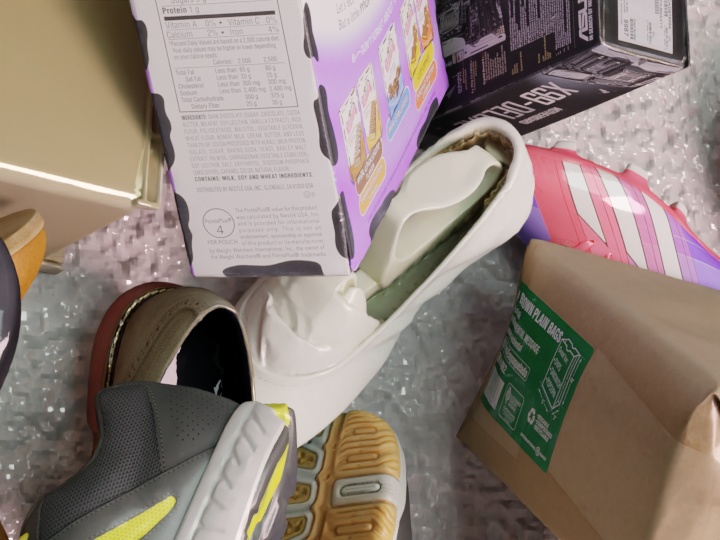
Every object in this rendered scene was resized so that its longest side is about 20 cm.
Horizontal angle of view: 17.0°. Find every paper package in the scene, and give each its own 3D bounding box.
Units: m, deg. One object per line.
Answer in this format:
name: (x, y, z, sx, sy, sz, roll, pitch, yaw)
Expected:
paper package: (0.166, 0.080, 1.018, 0.190, 0.200, 0.104, 17, 102, -23)

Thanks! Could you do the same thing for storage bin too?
storage bin: (-0.178, -0.121, 0.924, 0.200, 0.094, 0.199, 13, 71, -31)

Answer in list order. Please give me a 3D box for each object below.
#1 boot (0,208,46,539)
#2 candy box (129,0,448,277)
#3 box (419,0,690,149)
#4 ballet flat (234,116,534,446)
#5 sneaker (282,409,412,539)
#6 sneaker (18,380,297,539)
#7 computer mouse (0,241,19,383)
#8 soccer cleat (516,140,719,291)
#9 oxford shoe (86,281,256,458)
boot: (-0.152, 0.090, 0.894, 0.201, 0.071, 0.144, -46, 108, -16)
candy box: (-0.030, -0.124, 0.951, 0.168, 0.071, 0.200, -63, 146, -57)
box: (0.074, -0.166, 1.067, 0.050, 0.158, 0.200, 9, 73, -32)
ballet flat: (0.000, 0.000, 1.015, 0.200, 0.069, 0.069, -41, 103, -25)
sneaker: (-0.006, 0.160, 0.996, 0.088, 0.076, 0.200, 38, 50, -51)
sneaker: (-0.092, 0.128, 0.861, 0.084, 0.075, 0.200, 19, 62, 17)
computer mouse: (-0.198, 0.036, 0.819, 0.053, 0.200, 0.139, 40, 35, -64)
soccer cleat: (0.130, 0.009, 1.121, 0.200, 0.067, 0.077, 32, 67, -27)
oxford shoe: (-0.074, 0.104, 0.937, 0.070, 0.075, 0.200, -1, 90, -25)
